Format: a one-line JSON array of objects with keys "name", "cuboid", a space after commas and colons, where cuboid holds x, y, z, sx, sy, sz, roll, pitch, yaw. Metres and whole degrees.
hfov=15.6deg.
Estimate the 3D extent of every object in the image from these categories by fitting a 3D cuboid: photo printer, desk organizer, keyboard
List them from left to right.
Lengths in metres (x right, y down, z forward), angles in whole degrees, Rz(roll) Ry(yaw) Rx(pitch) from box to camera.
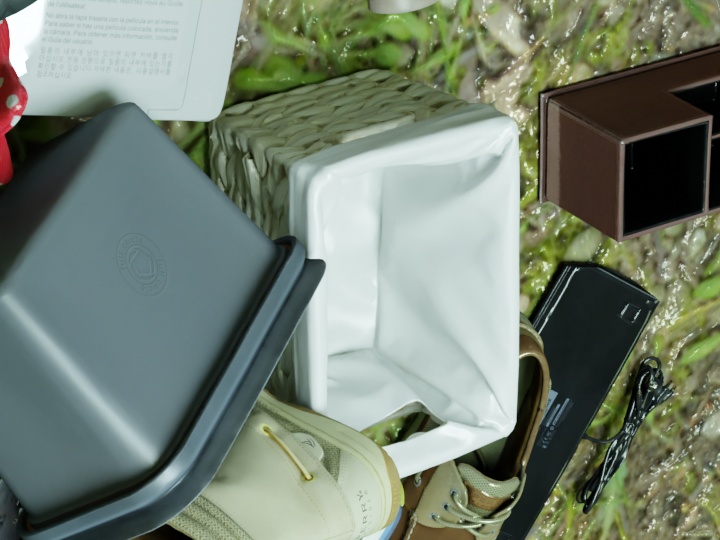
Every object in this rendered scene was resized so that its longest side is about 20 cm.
[{"name": "photo printer", "cuboid": [-0.129, -0.176, 1.302, 0.166, 0.069, 0.201, -1, 112, -33]}, {"name": "keyboard", "cuboid": [0.126, 0.096, 1.647, 0.127, 0.021, 0.201, 26, 96, -34]}, {"name": "desk organizer", "cuboid": [0.209, -0.083, 1.580, 0.199, 0.077, 0.072, -17, 121, -28]}]

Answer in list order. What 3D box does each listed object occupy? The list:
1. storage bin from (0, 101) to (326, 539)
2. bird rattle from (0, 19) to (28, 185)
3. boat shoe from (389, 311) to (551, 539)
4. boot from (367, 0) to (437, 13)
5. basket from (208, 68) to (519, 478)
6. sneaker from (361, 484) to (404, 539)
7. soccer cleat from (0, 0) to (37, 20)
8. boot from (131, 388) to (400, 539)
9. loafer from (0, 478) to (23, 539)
[{"name": "storage bin", "cuboid": [-0.132, 0.023, 1.283, 0.134, 0.145, 0.200, 51, 41, -19]}, {"name": "bird rattle", "cuboid": [-0.259, -0.080, 1.215, 0.200, 0.113, 0.163, -31, 92, 5]}, {"name": "boat shoe", "cuboid": [0.060, 0.121, 1.568, 0.075, 0.074, 0.201, 11, 103, -22]}, {"name": "boot", "cuboid": [0.010, -0.205, 1.344, 0.200, 0.070, 0.147, -23, 111, -60]}, {"name": "basket", "cuboid": [0.000, 0.000, 1.444, 0.135, 0.123, 0.201, -17, 121, -28]}, {"name": "sneaker", "cuboid": [-0.055, 0.177, 1.511, 0.082, 0.074, 0.200, 49, 60, -36]}, {"name": "soccer cleat", "cuboid": [-0.197, -0.135, 1.156, 0.199, 0.068, 0.081, -28, 169, -7]}, {"name": "boot", "cuboid": [-0.100, 0.111, 1.354, 0.155, 0.199, 0.073, -29, 133, -51]}, {"name": "loafer", "cuboid": [-0.204, 0.146, 1.383, 0.200, 0.063, 0.072, -49, 153, 13]}]
